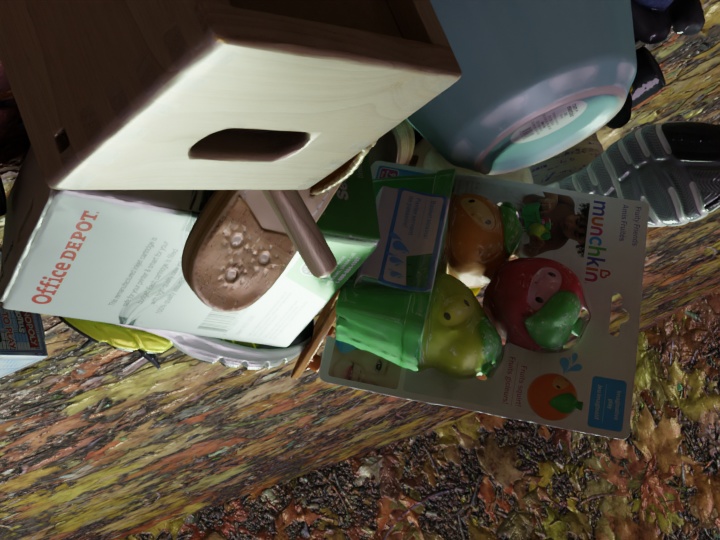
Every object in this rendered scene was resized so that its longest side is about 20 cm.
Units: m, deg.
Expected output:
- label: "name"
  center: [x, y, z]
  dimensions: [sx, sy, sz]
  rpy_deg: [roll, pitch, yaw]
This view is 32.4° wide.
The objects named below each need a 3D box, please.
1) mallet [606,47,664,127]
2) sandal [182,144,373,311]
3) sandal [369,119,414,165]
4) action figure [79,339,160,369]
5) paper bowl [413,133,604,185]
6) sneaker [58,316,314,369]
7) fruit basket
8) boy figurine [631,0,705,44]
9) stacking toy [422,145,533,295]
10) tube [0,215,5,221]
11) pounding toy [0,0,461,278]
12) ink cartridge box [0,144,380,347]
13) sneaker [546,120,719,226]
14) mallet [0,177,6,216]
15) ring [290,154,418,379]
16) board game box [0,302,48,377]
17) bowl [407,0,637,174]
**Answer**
- label: "mallet"
  center: [0.218, -0.144, 0.993]
  dimensions: [0.065, 0.041, 0.200]
  rpy_deg: [-31, -173, 12]
- label: "sandal"
  center: [-0.020, -0.065, 0.654]
  dimensions: [0.077, 0.070, 0.213]
  rpy_deg: [25, 97, -33]
- label: "sandal"
  center: [0.002, -0.072, 0.996]
  dimensions: [0.069, 0.078, 0.212]
  rpy_deg: [-32, 171, -35]
- label: "action figure"
  center: [-0.132, 0.006, 0.982]
  dimensions: [0.199, 0.120, 0.102]
  rpy_deg: [-29, 160, -1]
- label: "paper bowl"
  center: [0.117, -0.078, 1.096]
  dimensions: [0.199, 0.105, 0.201]
  rpy_deg: [-23, 167, -6]
- label: "sneaker"
  center: [-0.112, 0.017, 0.882]
  dimensions: [0.198, 0.086, 0.074]
  rpy_deg: [7, -165, -37]
- label: "fruit basket"
  center: [0.086, 0.008, 0.812]
  dimensions: [0.198, 0.187, 0.094]
  rpy_deg: [7, 147, 11]
- label: "boy figurine"
  center: [0.254, -0.233, 0.827]
  dimensions: [0.123, 0.065, 0.200]
  rpy_deg: [-15, 165, -27]
- label: "stacking toy"
  center: [0.069, -0.008, 0.977]
  dimensions: [0.085, 0.086, 0.201]
  rpy_deg: [-16, 143, -28]
- label: "tube"
  center: [-0.149, -0.069, 0.822]
  dimensions: [0.199, 0.058, 0.052]
  rpy_deg: [-28, -155, 30]
- label: "pounding toy"
  center: [-0.061, -0.105, 0.529]
  dimensions: [0.142, 0.186, 0.199]
  rpy_deg: [-32, 164, 33]
- label: "ink cartridge box"
  center: [-0.109, -0.030, 0.765]
  dimensions: [0.198, 0.084, 0.147]
  rpy_deg: [9, 147, -27]
- label: "sneaker"
  center: [0.216, -0.070, 0.945]
  dimensions: [0.199, 0.076, 0.115]
  rpy_deg: [-20, -177, 38]
- label: "mallet"
  center: [-0.256, -0.027, 0.821]
  dimensions: [0.065, 0.042, 0.200]
  rpy_deg: [-18, 169, -10]
- label: "ring"
  center: [0.000, 0.000, 0.978]
  dimensions: [0.202, 0.019, 0.200]
  rpy_deg: [-61, -178, 4]
- label: "board game box"
  center: [-0.343, 0.063, 0.901]
  dimensions: [0.198, 0.062, 0.200]
  rpy_deg: [-2, 156, -37]
- label: "bowl"
  center: [0.110, -0.139, 0.857]
  dimensions: [0.199, 0.106, 0.201]
  rpy_deg: [-22, 167, -5]
